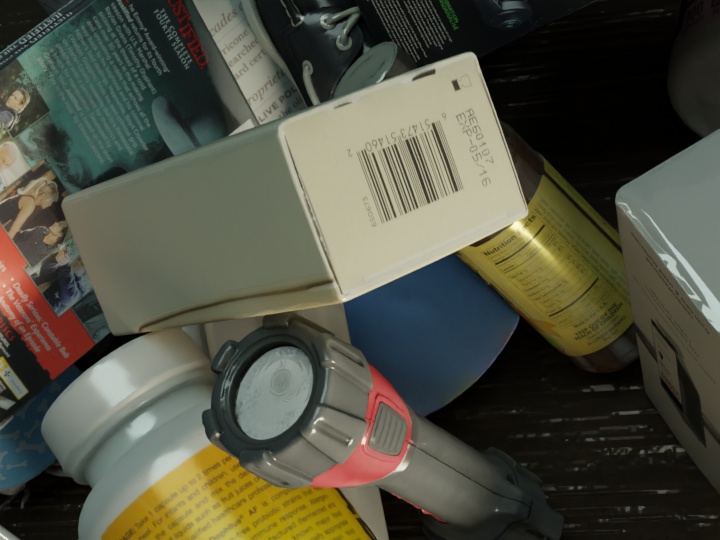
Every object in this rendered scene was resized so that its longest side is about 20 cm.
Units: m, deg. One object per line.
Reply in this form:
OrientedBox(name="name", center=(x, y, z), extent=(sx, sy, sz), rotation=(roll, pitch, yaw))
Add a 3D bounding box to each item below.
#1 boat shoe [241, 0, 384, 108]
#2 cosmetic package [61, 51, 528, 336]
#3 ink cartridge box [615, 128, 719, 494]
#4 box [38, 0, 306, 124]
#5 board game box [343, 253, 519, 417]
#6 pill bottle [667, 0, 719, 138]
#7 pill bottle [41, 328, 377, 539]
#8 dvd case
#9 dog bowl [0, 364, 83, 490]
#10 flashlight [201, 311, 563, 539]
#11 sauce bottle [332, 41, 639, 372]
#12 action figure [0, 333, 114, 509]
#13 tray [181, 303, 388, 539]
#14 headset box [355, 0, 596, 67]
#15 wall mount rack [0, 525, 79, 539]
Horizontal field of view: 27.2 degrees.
OrientedBox(name="boat shoe", center=(-0.003, -0.100, 0.736), extent=(0.074, 0.201, 0.060), rotation=(-23, 14, -29))
OrientedBox(name="cosmetic package", center=(-0.036, -0.027, 0.637), extent=(0.103, 0.073, 0.200), rotation=(-24, 7, -32))
OrientedBox(name="ink cartridge box", center=(0.199, 0.008, 0.647), extent=(0.147, 0.200, 0.083), rotation=(-31, 59, -2))
OrientedBox(name="box", center=(-0.075, -0.196, 0.838), extent=(0.200, 0.171, 0.199), rotation=(-45, 37, -12))
OrientedBox(name="board game box", center=(0.000, 0.000, 0.811), extent=(0.158, 0.039, 0.200), rotation=(-15, 64, 7))
OrientedBox(name="pill bottle", center=(0.233, -0.169, 0.794), extent=(0.112, 0.112, 0.200), rotation=(5, 62, 20))
OrientedBox(name="pill bottle", center=(-0.057, 0.129, 0.677), extent=(0.113, 0.113, 0.200), rotation=(-37, 74, -6))
OrientedBox(name="dvd case", center=(-0.139, -0.039, 0.708), extent=(0.200, 0.146, 0.022), rotation=(-41, 35, -18))
OrientedBox(name="dog bowl", center=(-0.195, 0.013, 0.779), extent=(0.111, 0.050, 0.201), rotation=(2, 76, 24))
OrientedBox(name="flashlight", center=(0.013, 0.083, 0.657), extent=(0.068, 0.200, 0.068), rotation=(-36, 53, 13))
OrientedBox(name="sauce bottle", center=(0.068, -0.030, 0.714), extent=(0.065, 0.200, 0.065), rotation=(-36, 27, 22))
OrientedBox(name="action figure", center=(-0.160, 0.037, 0.822), extent=(0.130, 0.069, 0.200), rotation=(15, 77, 17))
OrientedBox(name="tray", center=(-0.056, 0.057, 0.760), extent=(0.107, 0.022, 0.201), rotation=(-15, 76, 15))
OrientedBox(name="headset box", center=(0.115, -0.183, 0.699), extent=(0.200, 0.093, 0.174), rotation=(-21, 11, 43))
OrientedBox(name="wall mount rack", center=(-0.186, 0.188, 0.719), extent=(0.173, 0.075, 0.200), rotation=(30, 71, 14))
